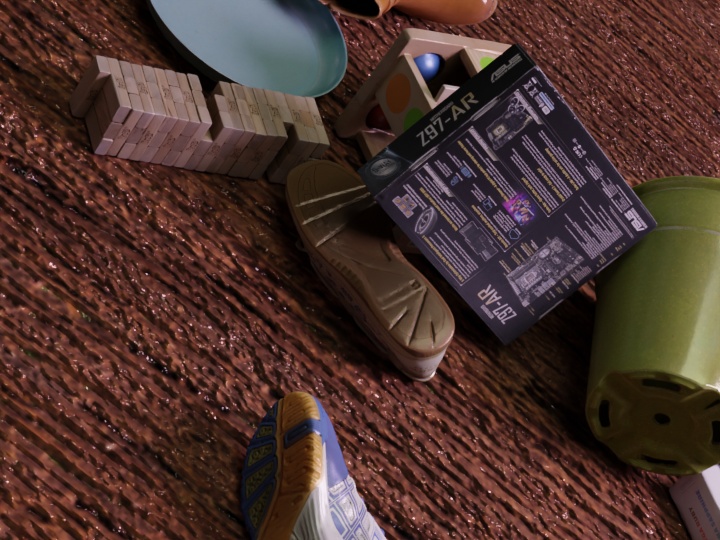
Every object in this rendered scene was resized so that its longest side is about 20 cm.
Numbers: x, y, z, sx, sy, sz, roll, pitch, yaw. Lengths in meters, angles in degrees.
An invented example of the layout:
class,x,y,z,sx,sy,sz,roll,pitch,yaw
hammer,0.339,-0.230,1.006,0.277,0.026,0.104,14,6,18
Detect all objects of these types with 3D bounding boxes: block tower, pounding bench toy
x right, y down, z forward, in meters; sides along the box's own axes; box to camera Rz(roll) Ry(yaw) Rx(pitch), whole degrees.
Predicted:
class,x,y,z,sx,sy,sz,roll,pitch,yaw
block tower,-0.124,-0.115,1.439,0.200,0.054,0.058,9,46,-34
pounding bench toy,0.105,-0.110,1.570,0.200,0.124,0.156,4,49,-38

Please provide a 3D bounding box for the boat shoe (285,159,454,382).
class,x,y,z,sx,sy,sz,roll,pitch,yaw
boat shoe,0.000,0.000,1.433,0.073,0.063,0.200,-21,62,-21

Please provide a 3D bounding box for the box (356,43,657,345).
class,x,y,z,sx,sy,sz,roll,pitch,yaw
box,0.118,-0.056,1.441,0.200,0.160,0.044,46,8,-36

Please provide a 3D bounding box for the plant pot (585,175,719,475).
class,x,y,z,sx,sy,sz,roll,pitch,yaw
plant pot,0.264,0.059,1.496,0.200,0.200,0.190,33,46,-9

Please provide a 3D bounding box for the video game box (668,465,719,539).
class,x,y,z,sx,sy,sz,roll,pitch,yaw
video game box,0.366,0.246,1.497,0.200,0.047,0.183,6,50,-36

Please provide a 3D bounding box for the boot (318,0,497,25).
class,x,y,z,sx,sy,sz,roll,pitch,yaw
boot,0.030,-0.263,1.674,0.200,0.077,0.155,28,22,-6

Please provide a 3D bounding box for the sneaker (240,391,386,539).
class,x,y,z,sx,sy,sz,roll,pitch,yaw
sneaker,-0.022,0.178,1.226,0.088,0.075,0.200,23,46,-39

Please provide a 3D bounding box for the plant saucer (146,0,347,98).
class,x,y,z,sx,sy,sz,roll,pitch,yaw
plant saucer,-0.103,-0.215,1.582,0.200,0.027,0.200,23,40,-20
